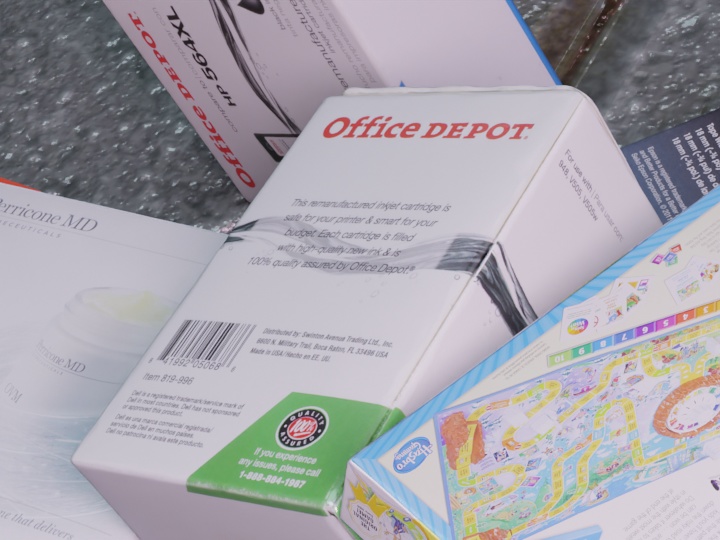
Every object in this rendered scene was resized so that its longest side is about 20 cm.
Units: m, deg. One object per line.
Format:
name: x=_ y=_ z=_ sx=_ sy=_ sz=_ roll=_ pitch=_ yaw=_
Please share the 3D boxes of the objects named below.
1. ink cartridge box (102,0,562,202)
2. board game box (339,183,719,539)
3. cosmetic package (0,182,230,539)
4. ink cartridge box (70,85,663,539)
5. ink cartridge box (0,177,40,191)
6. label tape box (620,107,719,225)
ink cartridge box: x=-0.015 y=-0.107 z=1.094 sx=0.084 sy=0.146 sz=0.199 roll=-47 pitch=26 yaw=-24
board game box: x=0.110 y=0.063 z=0.774 sx=0.199 sy=0.034 sz=0.134 roll=-34 pitch=60 yaw=-31
cosmetic package: x=-0.123 y=0.083 z=1.009 sx=0.198 sy=0.123 sz=0.200 roll=12 pitch=51 yaw=32
ink cartridge box: x=0.007 y=0.028 z=0.877 sx=0.146 sy=0.083 sz=0.201 roll=5 pitch=51 yaw=45
ink cartridge box: x=-0.249 y=0.002 z=1.168 sx=0.108 sy=0.051 sz=0.201 roll=18 pitch=53 yaw=6
label tape box: x=0.155 y=0.002 z=1.015 sx=0.199 sy=0.064 sz=0.145 roll=-21 pitch=42 yaw=1
